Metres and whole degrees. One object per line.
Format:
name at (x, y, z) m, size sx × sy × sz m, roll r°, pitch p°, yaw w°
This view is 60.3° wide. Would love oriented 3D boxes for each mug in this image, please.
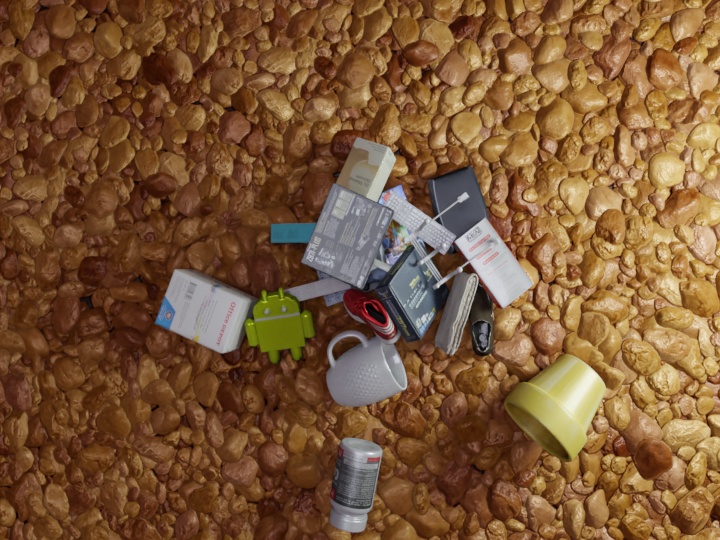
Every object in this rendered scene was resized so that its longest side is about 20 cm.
mug at (-0.004, 0.239, 1.540) m, size 0.173 × 0.148 × 0.202 m, roll -26°, pitch 110°, yaw 14°

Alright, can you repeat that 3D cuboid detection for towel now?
towel at (0.233, 0.102, 1.531) m, size 0.034 × 0.132 × 0.204 m, roll 17°, pitch 91°, yaw -8°

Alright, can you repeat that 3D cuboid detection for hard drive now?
hard drive at (0.255, -0.155, 1.580) m, size 0.132 × 0.042 × 0.204 m, roll -17°, pitch 87°, yaw 7°

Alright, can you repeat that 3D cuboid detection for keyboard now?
keyboard at (0.146, -0.120, 1.569) m, size 0.198 × 0.011 × 0.057 m, roll 36°, pitch 98°, yaw 7°

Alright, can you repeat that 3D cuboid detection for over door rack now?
over door rack at (0.214, -0.073, 1.462) m, size 0.198 × 0.067 × 0.149 m, roll -35°, pitch 87°, yaw 1°

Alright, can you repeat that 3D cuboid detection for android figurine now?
android figurine at (-0.208, 0.141, 1.599) m, size 0.178 × 0.041 × 0.204 m, roll -6°, pitch 108°, yaw 3°

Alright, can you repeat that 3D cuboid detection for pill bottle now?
pill bottle at (-0.016, 0.538, 1.560) m, size 0.111 × 0.114 × 0.205 m, roll 11°, pitch 90°, yaw 7°

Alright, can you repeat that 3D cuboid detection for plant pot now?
plant pot at (0.475, 0.314, 1.476) m, size 0.201 × 0.201 × 0.189 m, roll 45°, pitch 78°, yaw 6°

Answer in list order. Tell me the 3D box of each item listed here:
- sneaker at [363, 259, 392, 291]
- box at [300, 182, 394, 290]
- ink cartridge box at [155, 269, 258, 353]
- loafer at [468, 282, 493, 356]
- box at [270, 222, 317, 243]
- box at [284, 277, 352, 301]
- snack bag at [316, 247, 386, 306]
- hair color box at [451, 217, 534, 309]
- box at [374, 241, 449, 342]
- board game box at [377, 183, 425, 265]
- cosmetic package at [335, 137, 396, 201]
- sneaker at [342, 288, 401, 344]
sneaker at (0.000, 0.000, 1.545) m, size 0.197 × 0.075 × 0.086 m, roll 24°, pitch 92°, yaw 12°
box at (-0.029, -0.078, 1.468) m, size 0.161 × 0.086 × 0.204 m, roll 23°, pitch 91°, yaw 1°
ink cartridge box at (-0.391, 0.103, 1.602) m, size 0.197 × 0.145 × 0.150 m, roll 23°, pitch 92°, yaw 7°
loafer at (0.304, 0.114, 1.552) m, size 0.071 × 0.071 × 0.205 m, roll -10°, pitch 87°, yaw 7°
box at (-0.125, -0.094, 1.583) m, size 0.196 × 0.082 × 0.050 m, roll 0°, pitch 90°, yaw 21°
box at (-0.112, 0.048, 1.602) m, size 0.196 × 0.039 × 0.042 m, roll -16°, pitch 88°, yaw 19°
snack bag at (-0.026, -0.023, 1.602) m, size 0.196 × 0.021 × 0.193 m, roll -16°, pitch 86°, yaw 19°
hair color box at (0.322, -0.017, 1.518) m, size 0.101 × 0.061 × 0.202 m, roll -35°, pitch 88°, yaw 0°
box at (0.130, 0.049, 1.499) m, size 0.050 × 0.200 × 0.159 m, roll -19°, pitch 110°, yaw 40°
board game box at (0.081, -0.102, 1.603) m, size 0.133 × 0.034 × 0.204 m, roll -21°, pitch 86°, yaw 7°
cosmetic package at (0.001, -0.223, 1.573) m, size 0.104 × 0.071 × 0.203 m, roll 20°, pitch 81°, yaw 24°
sneaker at (0.017, 0.083, 1.492) m, size 0.078 × 0.116 × 0.199 m, roll -44°, pitch 52°, yaw -14°
